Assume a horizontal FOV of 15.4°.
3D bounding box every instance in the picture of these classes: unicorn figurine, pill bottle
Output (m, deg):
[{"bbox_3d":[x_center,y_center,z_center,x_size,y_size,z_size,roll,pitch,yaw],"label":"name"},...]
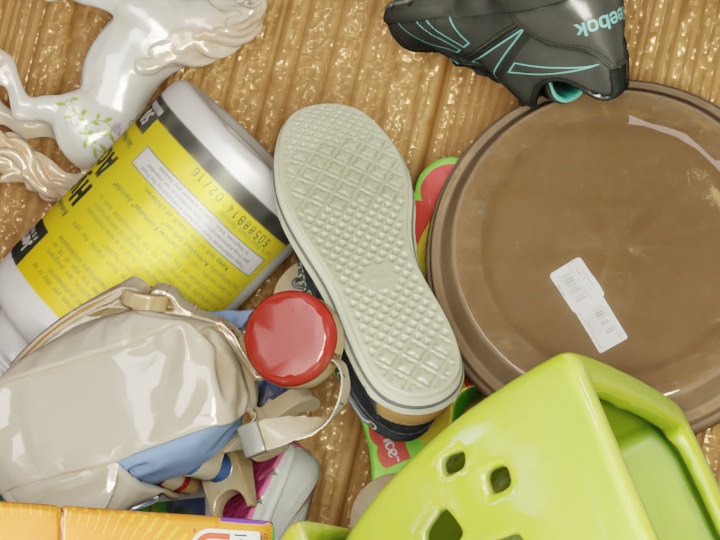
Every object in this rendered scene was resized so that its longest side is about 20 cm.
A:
[{"bbox_3d":[-0.135,-0.126,1.492,0.137,0.074,0.201,29,102,13],"label":"unicorn figurine"},{"bbox_3d":[-0.126,0.004,1.430,0.200,0.111,0.111,-46,68,4],"label":"pill bottle"}]

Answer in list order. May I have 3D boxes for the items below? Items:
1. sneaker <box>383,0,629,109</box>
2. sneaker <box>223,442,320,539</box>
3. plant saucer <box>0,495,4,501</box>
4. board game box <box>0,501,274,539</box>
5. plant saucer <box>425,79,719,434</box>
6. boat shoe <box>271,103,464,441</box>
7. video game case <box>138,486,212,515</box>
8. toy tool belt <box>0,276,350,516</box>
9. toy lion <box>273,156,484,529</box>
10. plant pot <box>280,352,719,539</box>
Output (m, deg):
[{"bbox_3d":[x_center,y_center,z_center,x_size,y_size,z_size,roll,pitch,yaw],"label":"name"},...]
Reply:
[{"bbox_3d":[0.074,-0.120,1.373,0.075,0.200,0.080,-25,101,-22],"label":"sneaker"},{"bbox_3d":[-0.044,0.190,1.380,0.088,0.081,0.201,16,75,-18],"label":"sneaker"},{"bbox_3d":[-0.191,0.214,1.370,0.199,0.027,0.201,0,90,-22],"label":"plant saucer"},{"bbox_3d":[-0.163,0.223,1.231,0.199,0.200,0.201,5,74,-17],"label":"board game box"},{"bbox_3d":[0.132,-0.009,1.359,0.199,0.029,0.201,-1,71,4],"label":"plant saucer"},{"bbox_3d":[0.000,0.000,1.349,0.074,0.062,0.201,-10,56,-16],"label":"boat shoe"},{"bbox_3d":[-0.155,0.224,1.438,0.181,0.022,0.201,-8,75,17],"label":"video game case"},{"bbox_3d":[-0.087,0.064,1.341,0.199,0.123,0.126,-22,77,14],"label":"toy tool belt"},{"bbox_3d":[0.064,0.039,1.392,0.191,0.069,0.201,-22,72,5],"label":"toy lion"},{"bbox_3d":[0.081,0.171,1.191,0.181,0.199,0.201,-27,72,15],"label":"plant pot"}]
